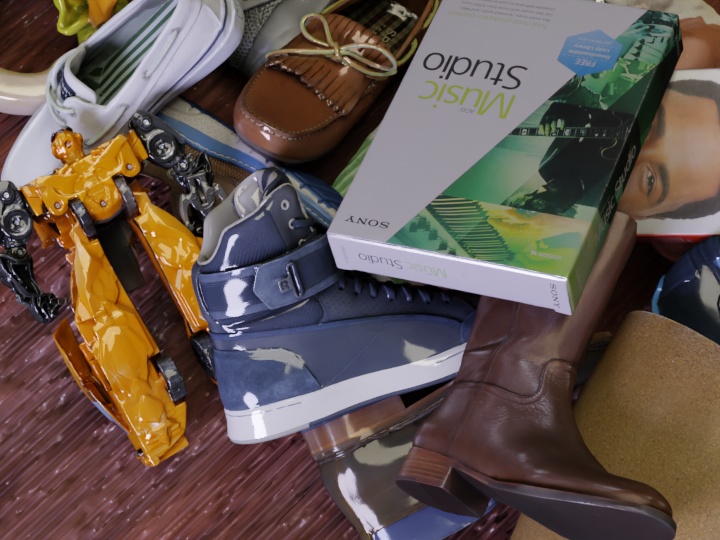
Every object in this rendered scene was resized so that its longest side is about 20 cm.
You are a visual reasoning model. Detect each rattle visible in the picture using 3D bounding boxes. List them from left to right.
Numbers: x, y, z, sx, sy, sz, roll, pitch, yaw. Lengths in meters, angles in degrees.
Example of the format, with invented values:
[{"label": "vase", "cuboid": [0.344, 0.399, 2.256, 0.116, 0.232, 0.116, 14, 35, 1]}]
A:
[{"label": "rattle", "cuboid": [-0.248, -0.180, 1.358, 0.199, 0.143, 0.131, 20, 83, 0]}]

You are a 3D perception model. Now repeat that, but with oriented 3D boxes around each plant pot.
[{"label": "plant pot", "cuboid": [0.164, 0.159, 1.209, 0.186, 0.186, 0.200, 37, 81, 14]}]

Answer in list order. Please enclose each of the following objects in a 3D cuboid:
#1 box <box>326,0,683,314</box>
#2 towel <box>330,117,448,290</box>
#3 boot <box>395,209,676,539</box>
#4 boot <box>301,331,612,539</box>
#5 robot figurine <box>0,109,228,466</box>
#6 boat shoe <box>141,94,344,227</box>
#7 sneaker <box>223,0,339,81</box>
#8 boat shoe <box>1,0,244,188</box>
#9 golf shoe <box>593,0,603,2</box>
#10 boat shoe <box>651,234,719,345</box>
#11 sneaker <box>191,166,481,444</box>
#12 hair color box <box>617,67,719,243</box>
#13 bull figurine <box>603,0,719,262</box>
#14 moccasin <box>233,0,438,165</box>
[{"label": "box", "cuboid": [0.084, -0.074, 1.208, 0.144, 0.036, 0.200, 11, 57, 23]}, {"label": "towel", "cuboid": [0.079, -0.065, 1.335, 0.152, 0.023, 0.200, 39, 96, 15]}, {"label": "boot", "cuboid": [0.122, 0.043, 1.165, 0.186, 0.064, 0.200, 9, 65, 40]}, {"label": "boot", "cuboid": [0.071, 0.105, 1.285, 0.199, 0.075, 0.097, -19, 84, -11]}, {"label": "robot figurine", "cuboid": [-0.134, 0.007, 1.276, 0.145, 0.058, 0.200, -29, 93, -16]}, {"label": "boat shoe", "cuboid": [-0.082, -0.049, 1.338, 0.200, 0.072, 0.073, 33, 95, 28]}, {"label": "sneaker", "cuboid": [-0.044, -0.219, 1.419, 0.114, 0.076, 0.200, 37, 73, 7]}, {"label": "boat shoe", "cuboid": [-0.162, -0.112, 1.312, 0.200, 0.067, 0.074, -44, 58, 17]}, {"label": "golf shoe", "cuboid": [0.125, -0.168, 1.419, 0.199, 0.078, 0.097, -14, 47, -14]}, {"label": "boat shoe", "cuboid": [0.260, 0.056, 1.217, 0.200, 0.069, 0.084, 32, 29, -5]}, {"label": "sneaker", "cuboid": [0.000, 0.000, 1.246, 0.202, 0.077, 0.147, -19, 99, -17]}, {"label": "hair color box", "cuboid": [0.135, -0.067, 1.277, 0.199, 0.061, 0.102, -1, 86, 14]}, {"label": "bull figurine", "cuboid": [0.218, -0.108, 1.356, 0.121, 0.065, 0.201, -7, 99, -7]}, {"label": "moccasin", "cuboid": [-0.010, -0.130, 1.331, 0.074, 0.078, 0.201, 40, 44, 14]}]
